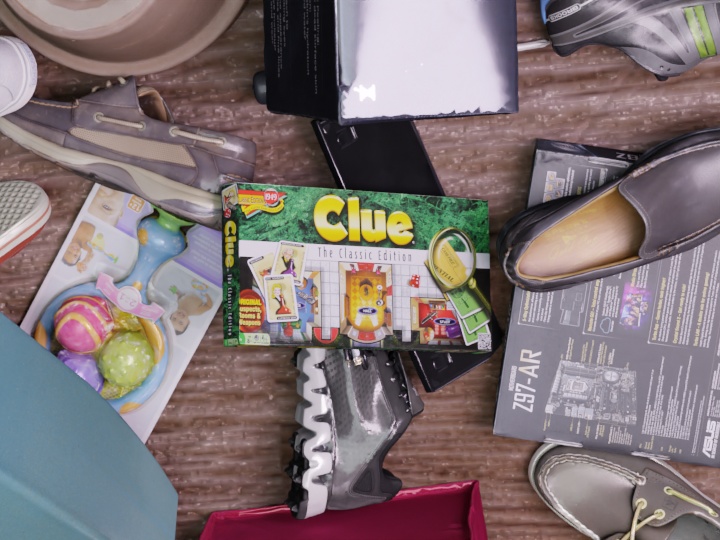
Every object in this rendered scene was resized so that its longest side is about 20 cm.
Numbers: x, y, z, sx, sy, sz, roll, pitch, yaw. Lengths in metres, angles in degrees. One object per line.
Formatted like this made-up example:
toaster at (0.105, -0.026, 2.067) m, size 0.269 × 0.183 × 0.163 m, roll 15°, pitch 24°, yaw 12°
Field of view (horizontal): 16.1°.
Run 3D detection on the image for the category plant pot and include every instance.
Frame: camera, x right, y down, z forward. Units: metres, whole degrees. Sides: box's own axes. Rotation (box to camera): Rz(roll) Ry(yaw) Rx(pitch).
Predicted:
plant pot at (-0.165, -0.215, 1.609) m, size 0.200 × 0.175 × 0.200 m, roll 1°, pitch 101°, yaw 4°
plant pot at (-0.225, 0.153, 1.691) m, size 0.200 × 0.141 × 0.141 m, roll 37°, pitch 122°, yaw -27°

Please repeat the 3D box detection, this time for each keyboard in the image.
keyboard at (0.015, -0.011, 1.687) m, size 0.127 × 0.021 × 0.200 m, roll -29°, pitch 99°, yaw -34°

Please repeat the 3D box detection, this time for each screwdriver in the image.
screwdriver at (0.027, -0.135, 1.688) m, size 0.200 × 0.029 × 0.028 m, roll -8°, pitch 102°, yaw 6°

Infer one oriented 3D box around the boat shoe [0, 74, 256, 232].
boat shoe at (-0.152, -0.088, 1.680) m, size 0.200 × 0.074 × 0.073 m, roll 23°, pitch 88°, yaw 18°

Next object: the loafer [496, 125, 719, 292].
loafer at (0.183, -0.034, 1.632) m, size 0.200 × 0.072 × 0.073 m, roll -27°, pitch 98°, yaw 8°

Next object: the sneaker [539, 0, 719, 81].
sneaker at (0.216, -0.165, 1.655) m, size 0.199 × 0.071 × 0.083 m, roll 3°, pitch 117°, yaw 4°

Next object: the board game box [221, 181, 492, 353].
board game box at (0.000, 0.000, 1.650) m, size 0.200 × 0.023 × 0.105 m, roll 2°, pitch 81°, yaw -34°

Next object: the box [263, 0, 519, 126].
box at (0.014, -0.193, 1.569) m, size 0.117 × 0.200 × 0.197 m, roll -3°, pitch 97°, yaw -14°

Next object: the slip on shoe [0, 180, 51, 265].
slip on shoe at (-0.287, 0.012, 1.729) m, size 0.200 × 0.074 × 0.061 m, roll -41°, pitch 132°, yaw 5°

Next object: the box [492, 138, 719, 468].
box at (0.181, 0.023, 1.704) m, size 0.160 × 0.044 × 0.200 m, roll 8°, pitch 103°, yaw 2°

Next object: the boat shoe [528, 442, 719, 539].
boat shoe at (0.207, 0.176, 1.728) m, size 0.202 × 0.060 × 0.072 m, roll 28°, pitch 103°, yaw -3°

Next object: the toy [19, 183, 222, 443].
toy at (-0.172, 0.041, 1.728) m, size 0.115 × 0.047 × 0.200 m, roll 30°, pitch 101°, yaw 3°

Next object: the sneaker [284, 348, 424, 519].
sneaker at (-0.001, 0.070, 1.719) m, size 0.090 × 0.066 × 0.200 m, roll 2°, pitch 96°, yaw -12°

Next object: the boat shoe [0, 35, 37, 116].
boat shoe at (-0.308, -0.104, 1.674) m, size 0.200 × 0.069 × 0.072 m, roll -11°, pitch 87°, yaw 26°

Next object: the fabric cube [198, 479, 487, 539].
fabric cube at (-0.004, 0.269, 1.694) m, size 0.196 × 0.200 × 0.200 m, roll -8°, pitch 100°, yaw 6°
